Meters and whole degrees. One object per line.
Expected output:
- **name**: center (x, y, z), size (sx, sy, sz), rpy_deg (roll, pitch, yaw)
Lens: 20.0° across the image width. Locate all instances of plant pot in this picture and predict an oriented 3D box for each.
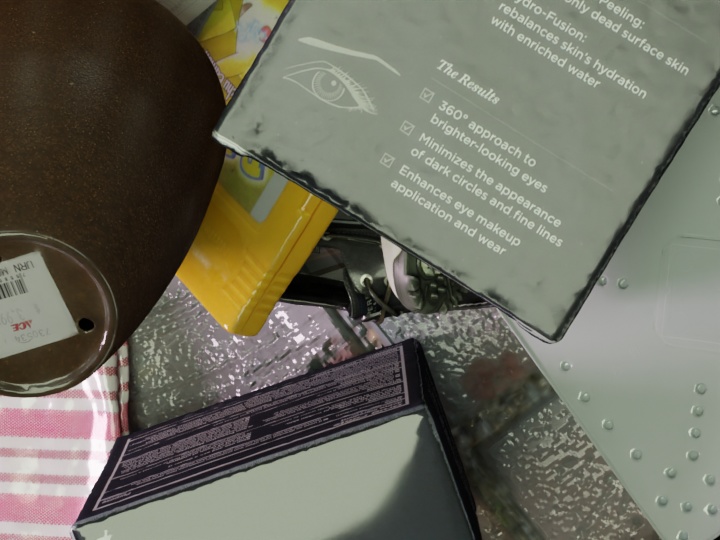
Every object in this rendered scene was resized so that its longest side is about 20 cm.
- **plant pot**: center (-0.164, -0.030, 1.036), size (0.187, 0.200, 0.187), rpy_deg (-1, 120, -1)

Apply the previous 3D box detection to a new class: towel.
- **towel**: center (-0.214, 0.113, 1.265), size (0.146, 0.030, 0.200), rpy_deg (-1, 88, 13)

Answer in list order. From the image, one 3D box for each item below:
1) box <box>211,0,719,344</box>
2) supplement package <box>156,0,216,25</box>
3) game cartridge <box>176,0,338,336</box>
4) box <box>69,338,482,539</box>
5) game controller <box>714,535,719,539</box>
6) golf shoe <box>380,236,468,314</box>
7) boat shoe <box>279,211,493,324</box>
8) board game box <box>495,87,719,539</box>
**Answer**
- **box**: center (0.066, -0.103, 1.012), size (0.197, 0.117, 0.200), rpy_deg (32, 99, 1)
- **supplement package**: center (-0.165, -0.180, 1.148), size (0.200, 0.114, 0.110), rpy_deg (-37, 56, 17)
- **game cartridge**: center (-0.064, -0.092, 1.157), size (0.176, 0.032, 0.200), rpy_deg (44, 108, 36)
- **box**: center (-0.040, 0.139, 1.141), size (0.200, 0.198, 0.123), rpy_deg (-19, 97, 3)
- **game controller**: center (0.253, 0.200, 1.125), size (0.200, 0.042, 0.104), rpy_deg (44, 65, -28)
- **golf shoe**: center (0.026, -0.068, 1.147), size (0.088, 0.077, 0.200), rpy_deg (-12, 68, 35)
- **boat shoe**: center (0.000, 0.000, 1.178), size (0.200, 0.066, 0.070), rpy_deg (12, 138, 13)
- **board game box**: center (0.187, 0.013, 1.066), size (0.200, 0.026, 0.200), rpy_deg (-41, 72, 20)
